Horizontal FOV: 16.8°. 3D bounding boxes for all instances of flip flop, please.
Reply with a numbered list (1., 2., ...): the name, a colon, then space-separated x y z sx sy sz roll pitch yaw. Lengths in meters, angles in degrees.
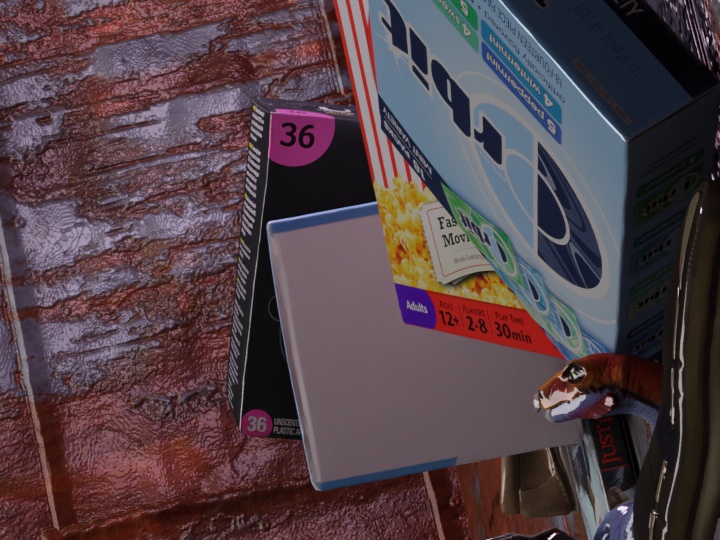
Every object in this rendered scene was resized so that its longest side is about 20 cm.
1. flip flop: 0.126 0.067 0.815 0.081 0.057 0.200 -91 5 -73

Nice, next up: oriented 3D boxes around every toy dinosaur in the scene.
1. toy dinosaur: 0.106 0.120 0.967 0.200 0.105 0.182 2 -71 -53

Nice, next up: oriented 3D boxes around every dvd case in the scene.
1. dvd case: 0.126 0.074 1.361 0.146 0.022 0.200 84 173 -77

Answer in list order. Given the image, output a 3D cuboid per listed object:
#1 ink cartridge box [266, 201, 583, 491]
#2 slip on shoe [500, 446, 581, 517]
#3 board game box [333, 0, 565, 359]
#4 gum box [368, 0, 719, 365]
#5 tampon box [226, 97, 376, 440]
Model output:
1. ink cartridge box: 0.032 0.035 1.360 0.200 0.146 0.146 121 139 -88
2. slip on shoe: 0.098 0.061 1.535 0.076 0.060 0.200 81 176 -69
3. board game box: 0.057 -0.067 1.089 0.151 0.046 0.200 10 116 57
4. gum box: 0.064 -0.062 0.930 0.170 0.045 0.200 52 166 26
5. tampon box: 0.000 0.000 1.530 0.126 0.150 0.200 -134 49 -79
